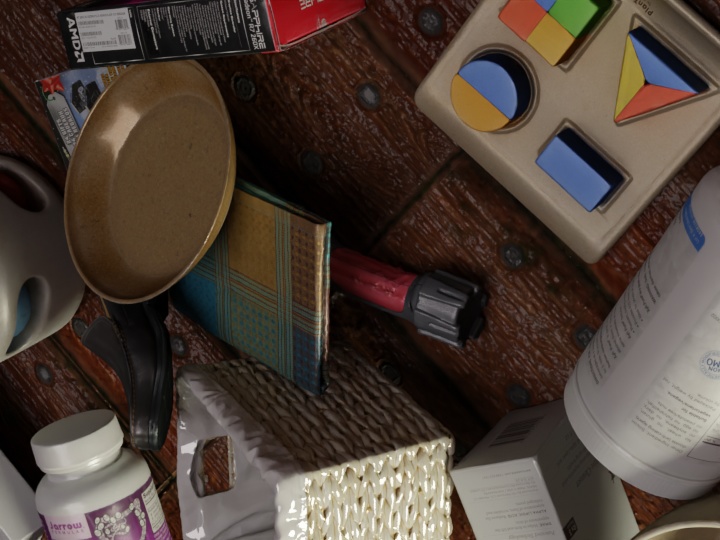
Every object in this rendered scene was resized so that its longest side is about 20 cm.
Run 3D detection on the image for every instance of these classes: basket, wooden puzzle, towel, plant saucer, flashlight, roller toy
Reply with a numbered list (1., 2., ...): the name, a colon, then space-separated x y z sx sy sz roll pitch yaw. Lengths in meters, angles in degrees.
1. basket: -0.037 0.183 1.116 0.200 0.160 0.199 37 133 54
2. wooden puzzle: 0.145 -0.124 0.984 0.185 0.046 0.200 43 127 9
3. towel: -0.090 -0.002 1.114 0.200 0.022 0.147 26 124 43
4. plant saucer: -0.160 -0.071 1.117 0.200 0.035 0.201 -11 73 41
5. flashlight: 0.000 0.000 1.118 0.199 0.068 0.068 21 119 25
6. roller toy: -0.359 -0.007 1.297 0.182 0.140 0.201 -15 101 36

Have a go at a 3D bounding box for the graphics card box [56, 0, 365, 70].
1. graphics card box: -0.113 -0.194 1.068 0.199 0.125 0.051 0 112 33

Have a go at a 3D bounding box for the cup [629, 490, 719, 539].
1. cup: 0.281 0.231 0.989 0.200 0.143 0.201 13 116 28

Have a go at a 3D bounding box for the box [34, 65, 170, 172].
1. box: -0.188 -0.087 1.216 0.136 0.040 0.201 -10 105 34

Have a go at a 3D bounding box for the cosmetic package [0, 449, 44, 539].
1. cosmetic package: -0.397 0.199 1.431 0.200 0.052 0.151 51 152 4

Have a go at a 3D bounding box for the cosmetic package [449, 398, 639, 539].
1. cosmetic package: 0.156 0.212 1.082 0.081 0.113 0.201 -17 102 36

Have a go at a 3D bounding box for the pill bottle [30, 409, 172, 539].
1. pill bottle: -0.244 0.240 1.347 0.112 0.112 0.201 -6 107 34

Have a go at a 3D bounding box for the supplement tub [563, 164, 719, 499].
1. supplement tub: 0.236 0.041 0.943 0.132 0.132 0.200 38 126 13

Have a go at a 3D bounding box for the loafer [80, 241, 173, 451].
1. loafer: -0.188 0.059 1.141 0.072 0.201 0.073 -3 139 -9
